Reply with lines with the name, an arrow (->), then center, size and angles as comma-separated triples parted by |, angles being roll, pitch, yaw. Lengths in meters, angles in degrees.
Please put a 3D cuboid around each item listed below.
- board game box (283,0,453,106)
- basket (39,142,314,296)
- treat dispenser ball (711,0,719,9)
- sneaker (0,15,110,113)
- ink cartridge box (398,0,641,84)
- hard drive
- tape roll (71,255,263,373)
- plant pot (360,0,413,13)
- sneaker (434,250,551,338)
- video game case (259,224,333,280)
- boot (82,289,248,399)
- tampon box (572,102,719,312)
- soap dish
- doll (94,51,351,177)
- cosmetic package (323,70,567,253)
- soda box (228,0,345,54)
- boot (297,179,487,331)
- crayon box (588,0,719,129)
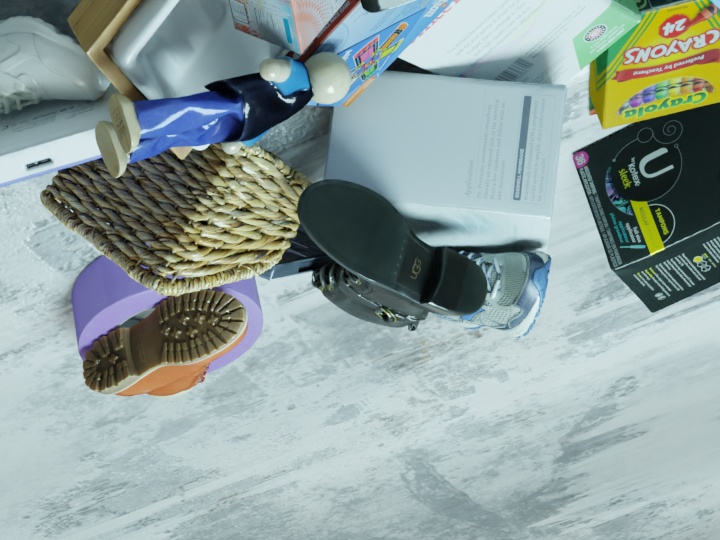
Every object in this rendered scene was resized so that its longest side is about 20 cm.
board game box -> 0.013, -0.195, 1.172 | 0.102, 0.020, 0.200 | -4, 150, -48
basket -> -0.151, -0.060, 1.299 | 0.150, 0.199, 0.143 | -59, 143, 0
treat dispenser ball -> 0.350, -0.285, 1.181 | 0.199, 0.202, 0.201 | -10, 149, -6
sneaker -> -0.288, -0.144, 1.168 | 0.198, 0.100, 0.078 | 11, 160, 22
ink cartridge box -> 0.116, -0.232, 1.281 | 0.199, 0.088, 0.145 | 15, 138, -42
hard drive -> -0.248, -0.127, 1.202 | 0.131, 0.200, 0.026 | -16, 118, 3
tape roll -> -0.206, 0.044, 1.611 | 0.198, 0.066, 0.201 | -10, 148, -6
plant pot -> 0.058, -0.328, 1.014 | 0.198, 0.201, 0.178 | -17, 137, 4
sneaker -> 0.101, 0.017, 1.371 | 0.085, 0.078, 0.200 | 17, 166, -21
video game case -> -0.097, -0.032, 1.410 | 0.200, 0.142, 0.019 | -15, 125, -65
boot -> -0.180, 0.081, 1.557 | 0.199, 0.076, 0.107 | -22, 152, 29
tampon box -> 0.349, -0.079, 1.562 | 0.199, 0.151, 0.126 | -27, 148, 19
soap dish -> -0.122, -0.207, 1.150 | 0.201, 0.081, 0.157 | -53, 149, -8
doll -> -0.090, -0.122, 1.109 | 0.199, 0.049, 0.136 | -18, 166, -30
cosmetic package -> 0.077, -0.089, 1.352 | 0.198, 0.124, 0.199 | 7, 170, 7
soda box -> -0.061, -0.249, 1.042 | 0.063, 0.069, 0.201 | 23, 150, 22
boot -> 0.000, 0.000, 1.305 | 0.199, 0.070, 0.174 | 32, 160, -20
crayon box -> 0.286, -0.205, 1.430 | 0.126, 0.051, 0.200 | -14, 149, -1
